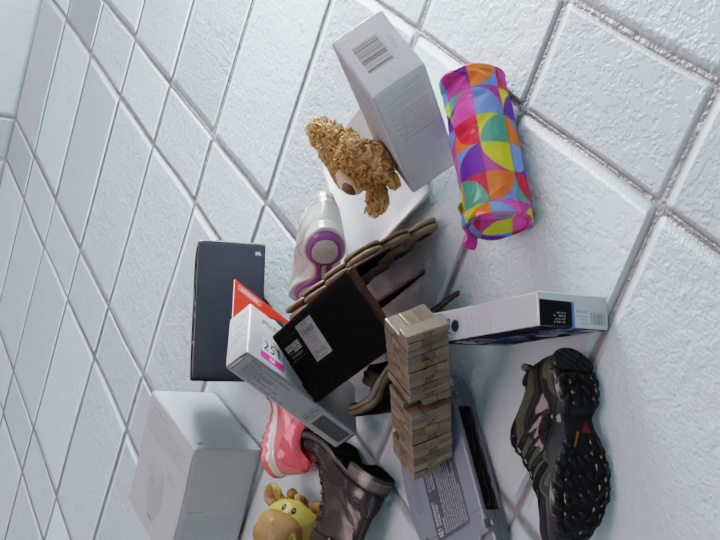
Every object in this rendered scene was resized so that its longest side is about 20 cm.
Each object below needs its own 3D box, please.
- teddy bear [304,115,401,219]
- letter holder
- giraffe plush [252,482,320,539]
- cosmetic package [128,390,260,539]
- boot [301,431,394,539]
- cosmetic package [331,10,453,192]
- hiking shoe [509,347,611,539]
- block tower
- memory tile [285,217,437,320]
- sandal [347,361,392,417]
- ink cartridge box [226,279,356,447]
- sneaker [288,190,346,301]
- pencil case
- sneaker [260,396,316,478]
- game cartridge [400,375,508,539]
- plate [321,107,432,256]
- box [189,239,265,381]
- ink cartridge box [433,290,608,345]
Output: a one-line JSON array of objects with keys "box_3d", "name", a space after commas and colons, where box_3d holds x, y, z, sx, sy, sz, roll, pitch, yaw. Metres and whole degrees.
[{"box_3d": [-0.019, -0.133, 1.389, 0.200, 0.066, 0.146, 46, 163, 52], "name": "teddy bear"}, {"box_3d": [0.009, 0.053, 1.337, 0.101, 0.141, 0.200, 55, 140, 4], "name": "letter holder"}, {"box_3d": [-0.110, 0.393, 1.519, 0.200, 0.170, 0.164, -74, 7, -83], "name": "giraffe plush"}, {"box_3d": [-0.270, 0.327, 1.772, 0.199, 0.121, 0.203, 37, 117, 53], "name": "cosmetic package"}, {"box_3d": [-0.046, 0.319, 1.444, 0.199, 0.069, 0.176, 28, 96, 53], "name": "boot"}, {"box_3d": [0.043, -0.192, 1.283, 0.071, 0.201, 0.102, -33, 60, -2], "name": "cosmetic package"}, {"box_3d": [0.198, 0.186, 1.125, 0.100, 0.075, 0.203, 149, 129, -61], "name": "hiking shoe"}, {"box_3d": [0.065, 0.132, 1.216, 0.058, 0.053, 0.203, 47, 149, 48], "name": "block tower"}, {"box_3d": [0.000, 0.000, 1.384, 0.200, 0.152, 0.017, -39, 77, 48], "name": "memory tile"}, {"box_3d": [0.039, 0.132, 1.338, 0.201, 0.079, 0.058, 126, 136, -57], "name": "sandal"}, {"box_3d": [-0.086, 0.110, 1.435, 0.043, 0.199, 0.175, -36, 32, 24], "name": "ink cartridge box"}, {"box_3d": [-0.056, -0.027, 1.525, 0.201, 0.074, 0.101, 111, 159, -53], "name": "sneaker"}, {"box_3d": [0.138, -0.131, 1.242, 0.088, 0.087, 0.203, -32, 57, 51], "name": "pencil case"}, {"box_3d": [-0.089, 0.195, 1.579, 0.086, 0.073, 0.204, -7, 79, 36], "name": "sneaker"}, {"box_3d": [0.101, 0.242, 1.288, 0.133, 0.041, 0.203, -48, 47, 48], "name": "game cartridge"}, {"box_3d": [0.025, -0.127, 1.464, 0.200, 0.032, 0.202, -48, 48, 42], "name": "plate"}, {"box_3d": [-0.204, 0.066, 1.670, 0.182, 0.102, 0.204, 147, 125, -77], "name": "box"}, {"box_3d": [0.157, 0.055, 1.169, 0.199, 0.098, 0.040, -14, 75, 56], "name": "ink cartridge box"}]
